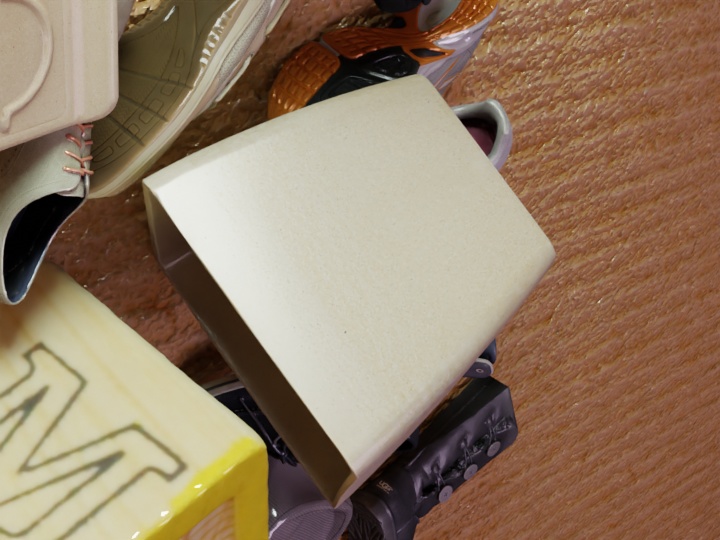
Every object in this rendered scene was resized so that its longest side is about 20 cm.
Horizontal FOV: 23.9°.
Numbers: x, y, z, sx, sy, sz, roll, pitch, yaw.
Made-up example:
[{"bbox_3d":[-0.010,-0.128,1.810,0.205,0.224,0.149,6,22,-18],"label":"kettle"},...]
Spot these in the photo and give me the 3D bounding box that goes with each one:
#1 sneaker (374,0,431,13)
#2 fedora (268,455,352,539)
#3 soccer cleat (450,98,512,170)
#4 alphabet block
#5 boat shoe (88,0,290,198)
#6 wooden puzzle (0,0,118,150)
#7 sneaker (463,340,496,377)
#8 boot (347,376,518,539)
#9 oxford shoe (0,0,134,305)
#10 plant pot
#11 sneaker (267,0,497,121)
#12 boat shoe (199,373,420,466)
[{"bbox_3d":[0.023,-0.199,1.067,0.200,0.059,0.105,-55,154,-43],"label":"sneaker"},{"bbox_3d":[-0.072,0.196,1.349,0.177,0.090,0.200,-51,153,-8],"label":"fedora"},{"bbox_3d":[0.015,-0.065,1.165,0.199,0.070,0.086,-28,172,-10],"label":"soccer cleat"},{"bbox_3d":[-0.186,0.152,0.998,0.196,0.199,0.196,-38,148,-29],"label":"alphabet block"},{"bbox_3d":[-0.099,-0.118,0.979,0.201,0.072,0.065,-56,152,-10],"label":"boat shoe"},{"bbox_3d":[-0.206,-0.136,0.790,0.199,0.046,0.187,-23,128,-39],"label":"wooden puzzle"},{"bbox_3d":[0.022,0.040,1.259,0.202,0.145,0.078,21,66,-67],"label":"sneaker"},{"bbox_3d":[0.070,0.211,1.636,0.200,0.065,0.166,-42,153,-32],"label":"boot"},{"bbox_3d":[-0.162,-0.075,0.917,0.071,0.074,0.201,2,119,-59],"label":"oxford shoe"},{"bbox_3d":[0.000,0.000,1.025,0.176,0.201,0.200,-36,172,-11],"label":"plant pot"},{"bbox_3d":[0.016,-0.124,1.157,0.199,0.076,0.092,-35,154,-29],"label":"sneaker"},{"bbox_3d":[-0.049,0.110,1.225,0.198,0.063,0.075,-4,156,-7],"label":"boat shoe"}]
